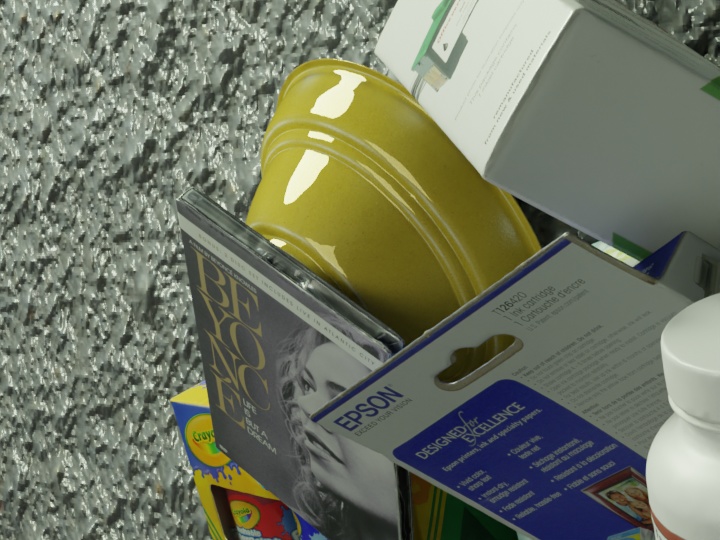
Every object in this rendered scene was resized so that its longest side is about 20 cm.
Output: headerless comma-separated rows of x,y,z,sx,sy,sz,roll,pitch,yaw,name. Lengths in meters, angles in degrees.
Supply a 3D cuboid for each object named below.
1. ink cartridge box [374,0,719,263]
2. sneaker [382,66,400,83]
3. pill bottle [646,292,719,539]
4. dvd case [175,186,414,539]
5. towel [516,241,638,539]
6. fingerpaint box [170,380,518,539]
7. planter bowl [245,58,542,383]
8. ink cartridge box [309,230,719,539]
0.104,-0.078,0.912,0.085,0.146,0.200,-60,21,12,ink cartridge box
0.036,-0.117,1.106,0.200,0.075,0.115,-36,67,39,sneaker
0.173,0.111,0.782,0.112,0.112,0.201,13,121,47,pill bottle
-0.031,0.066,1.023,0.148,0.016,0.201,35,148,30,dvd case
0.143,0.084,1.027,0.171,0.048,0.201,-22,78,45,towel
-0.006,0.144,1.149,0.199,0.073,0.168,4,114,48,fingerpaint box
0.000,0.000,1.010,0.200,0.083,0.201,37,151,25,planter bowl
0.112,0.059,0.885,0.197,0.199,0.047,-37,28,47,ink cartridge box
